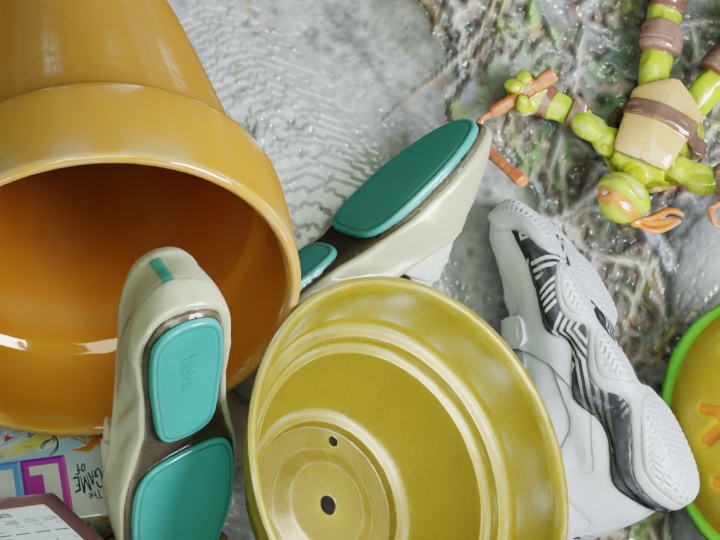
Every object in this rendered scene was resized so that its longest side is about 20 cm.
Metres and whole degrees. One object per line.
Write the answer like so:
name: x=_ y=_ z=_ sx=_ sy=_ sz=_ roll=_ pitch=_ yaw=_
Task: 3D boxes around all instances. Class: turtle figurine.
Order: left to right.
turtle figurine: x=0.176 y=-0.081 z=1.468 sx=0.199 sy=0.064 sz=0.162 roll=23 pitch=72 yaw=20

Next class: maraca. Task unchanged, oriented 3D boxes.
maraca: x=0.236 y=0.109 z=1.442 sx=0.137 sy=0.107 sz=0.201 roll=-18 pitch=88 yaw=-4

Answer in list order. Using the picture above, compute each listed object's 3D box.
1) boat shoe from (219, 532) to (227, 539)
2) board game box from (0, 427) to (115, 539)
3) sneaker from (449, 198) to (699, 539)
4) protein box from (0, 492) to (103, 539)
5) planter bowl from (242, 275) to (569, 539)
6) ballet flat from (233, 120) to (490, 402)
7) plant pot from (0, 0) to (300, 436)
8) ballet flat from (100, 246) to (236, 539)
boat shoe: x=-0.162 y=0.181 z=1.386 sx=0.200 sy=0.070 sz=0.070 roll=-39 pitch=89 yaw=-15
board game box: x=-0.193 y=0.081 z=1.383 sx=0.199 sy=0.034 sz=0.135 roll=-7 pitch=60 yaw=-10
sneaker: x=0.090 y=0.063 z=1.433 sx=0.115 sy=0.075 sz=0.200 roll=-34 pitch=63 yaw=15
protein box: x=-0.163 y=0.244 z=1.252 sx=0.200 sy=0.135 sz=0.199 roll=41 pitch=103 yaw=19
planter bowl: x=0.003 y=0.110 z=1.347 sx=0.200 sy=0.083 sz=0.201 roll=15 pitch=64 yaw=-34
ballet flat: x=0.000 y=0.000 z=1.436 sx=0.200 sy=0.069 sz=0.070 roll=-38 pitch=91 yaw=-10
plant pot: x=-0.140 y=-0.050 z=1.345 sx=0.199 sy=0.201 sz=0.184 roll=-3 pitch=47 yaw=-10
ballet flat: x=-0.096 y=0.070 z=1.299 sx=0.069 sy=0.201 sz=0.070 roll=5 pitch=41 yaw=-5
